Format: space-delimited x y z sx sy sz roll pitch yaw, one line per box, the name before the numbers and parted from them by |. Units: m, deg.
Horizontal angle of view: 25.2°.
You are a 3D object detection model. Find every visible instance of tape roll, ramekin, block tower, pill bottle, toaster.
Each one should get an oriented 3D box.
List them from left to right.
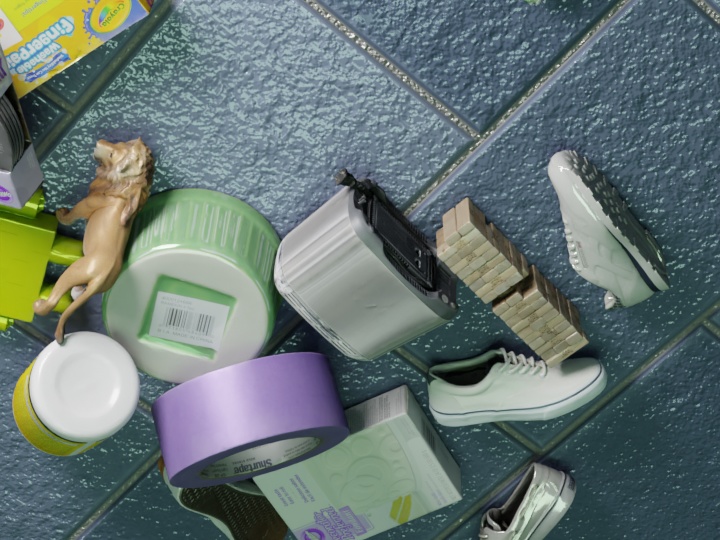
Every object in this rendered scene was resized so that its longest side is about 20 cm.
pill bottle | -0.307 0.136 1.702 0.112 0.113 0.200 23 160 -14
ramekin | -0.176 0.024 1.685 0.199 0.098 0.201 0 123 0
tape roll | -0.117 0.161 1.716 0.199 0.085 0.200 -17 164 -5
toaster | 0.000 0.000 1.662 0.129 0.114 0.200 -35 118 23
block tower | 0.158 0.014 1.704 0.054 0.058 0.200 -36 114 21

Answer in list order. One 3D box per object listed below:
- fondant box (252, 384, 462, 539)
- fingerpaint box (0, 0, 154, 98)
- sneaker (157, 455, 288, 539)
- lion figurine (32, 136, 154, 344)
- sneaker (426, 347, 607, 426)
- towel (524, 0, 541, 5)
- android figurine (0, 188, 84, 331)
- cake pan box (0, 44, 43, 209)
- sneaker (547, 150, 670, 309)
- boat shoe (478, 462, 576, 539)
fondant box | -0.003 0.233 1.843 0.199 0.058 0.145 -24 120 16
fingerpaint box | -0.320 -0.268 1.513 0.200 0.073 0.167 -29 117 20
sneaker | -0.158 0.258 1.865 0.073 0.085 0.200 -48 134 -3
lion figurine | -0.259 -0.031 1.615 0.072 0.201 0.122 23 148 -39
sneaker | 0.168 0.121 1.762 0.199 0.073 0.071 -12 125 8
towel | 0.132 -0.357 1.486 0.200 0.031 0.149 34 114 -17
android figurine | -0.392 -0.017 1.695 0.199 0.041 0.183 14 122 -9
cake pan box | -0.408 -0.155 1.538 0.199 0.052 0.185 15 143 17
sneaker | 0.242 -0.037 1.664 0.080 0.077 0.200 -26 118 27
boat shoe | 0.172 0.306 1.883 0.066 0.072 0.200 30 117 -12
